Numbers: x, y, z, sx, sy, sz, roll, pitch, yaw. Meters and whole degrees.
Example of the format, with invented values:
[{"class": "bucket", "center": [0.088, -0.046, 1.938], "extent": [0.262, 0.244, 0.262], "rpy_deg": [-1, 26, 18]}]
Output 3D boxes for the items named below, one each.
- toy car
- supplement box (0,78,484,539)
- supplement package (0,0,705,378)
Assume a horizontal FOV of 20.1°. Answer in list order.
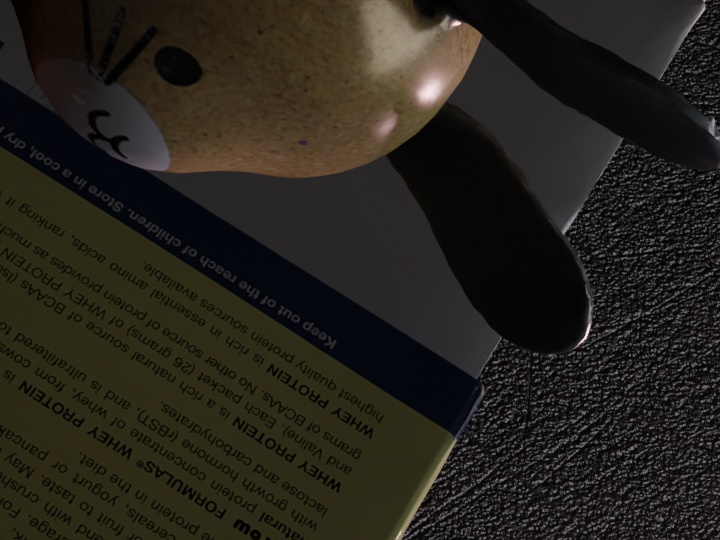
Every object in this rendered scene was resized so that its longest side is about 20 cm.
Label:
[{"class": "toy car", "center": [-0.039, -0.049, 0.350], "extent": [0.158, 0.200, 0.164], "rpy_deg": [-57, 178, -20]}, {"class": "supplement box", "center": [-0.111, 0.079, 0.536], "extent": [0.200, 0.199, 0.134], "rpy_deg": [-57, 178, -35]}, {"class": "supplement package", "center": [-0.022, -0.050, 0.731], "extent": [0.192, 0.200, 0.147], "rpy_deg": [-56, 177, -21]}]
